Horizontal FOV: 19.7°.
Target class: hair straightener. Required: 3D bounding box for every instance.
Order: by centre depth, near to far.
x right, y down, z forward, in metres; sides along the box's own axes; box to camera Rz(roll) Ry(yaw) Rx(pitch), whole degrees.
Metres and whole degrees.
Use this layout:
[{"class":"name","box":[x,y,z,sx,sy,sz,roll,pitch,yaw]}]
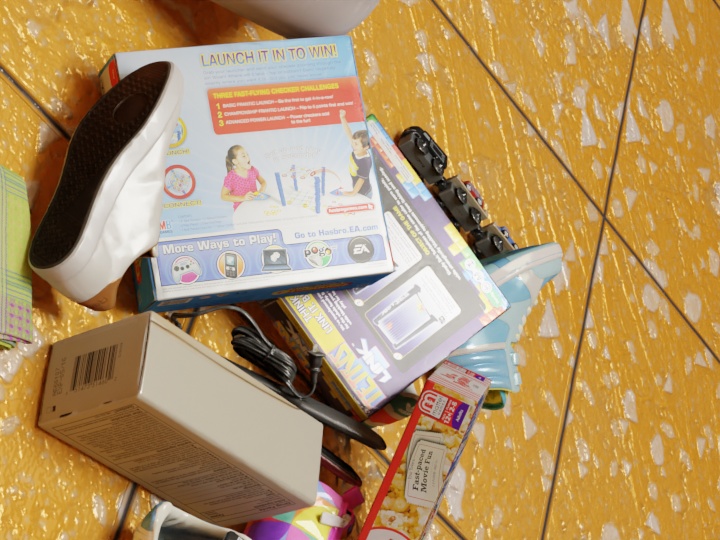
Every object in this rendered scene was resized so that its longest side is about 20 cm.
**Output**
[{"class":"hair straightener","box":[-0.061,0.084,1.620,0.200,0.077,0.041,36,5,-5]}]

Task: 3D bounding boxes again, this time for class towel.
[{"class":"towel","box":[-0.301,-0.030,1.410,0.200,0.023,0.144,20,59,-51]}]

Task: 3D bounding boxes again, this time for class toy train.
[{"class":"toy train","box":[0.098,-0.064,1.988,0.200,0.034,0.046,50,29,-30]}]

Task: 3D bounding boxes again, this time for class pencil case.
[{"class":"pencil case","box":[-0.064,0.245,1.574,0.088,0.088,0.200,50,42,-31]}]

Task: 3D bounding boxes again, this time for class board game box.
[{"class":"board game box","box":[-0.089,-0.077,1.616,0.200,0.056,0.196,-6,80,-22]},{"class":"board game box","box":[0.041,0.177,1.643,0.151,0.046,0.200,-19,132,-82]},{"class":"board game box","box":[0.000,0.000,1.692,0.165,0.057,0.200,-36,91,-22]}]

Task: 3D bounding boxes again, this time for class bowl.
[{"class":"bowl","box":[-0.076,-0.260,1.706,0.200,0.075,0.200,26,24,-6]}]

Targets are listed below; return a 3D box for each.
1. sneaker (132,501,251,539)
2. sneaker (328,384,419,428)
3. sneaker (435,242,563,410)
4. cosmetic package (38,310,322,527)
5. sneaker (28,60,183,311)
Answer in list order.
[{"class":"sneaker","box":[-0.075,0.231,1.482,0.200,0.073,0.072,25,49,9]},{"class":"sneaker","box":[0.021,0.038,1.776,0.070,0.093,0.200,22,59,-49]},{"class":"sneaker","box":[0.131,0.055,1.933,0.200,0.079,0.131,-25,97,-39]},{"class":"cosmetic package","box":[-0.129,0.114,1.523,0.200,0.103,0.073,37,47,-43]},{"class":"sneaker","box":[-0.175,-0.060,1.529,0.085,0.073,0.200,49,56,-42]}]
